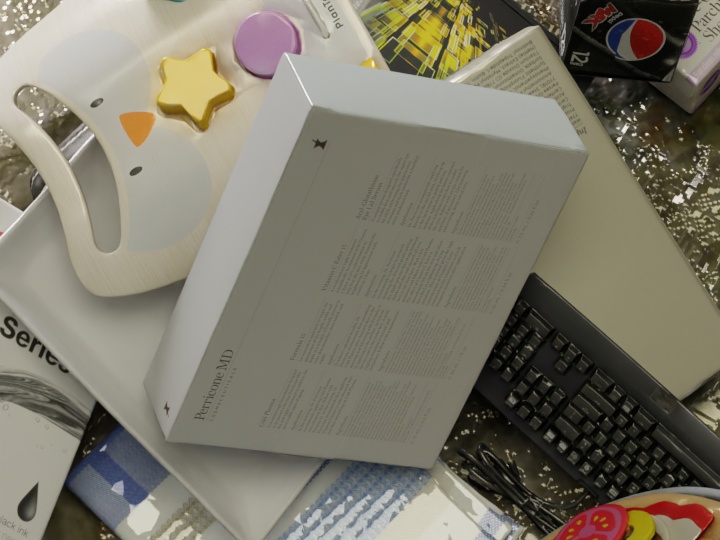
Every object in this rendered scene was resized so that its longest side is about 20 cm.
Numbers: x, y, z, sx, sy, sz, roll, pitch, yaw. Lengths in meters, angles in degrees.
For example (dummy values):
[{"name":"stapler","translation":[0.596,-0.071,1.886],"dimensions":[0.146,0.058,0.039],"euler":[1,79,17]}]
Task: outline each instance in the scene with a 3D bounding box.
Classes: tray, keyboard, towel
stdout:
[{"name":"tray","translation":[-0.095,0.035,1.443],"dimensions":[0.200,0.022,0.107],"euler":[47,63,-13]},{"name":"keyboard","translation":[0.120,0.103,1.446],"dimensions":[0.200,0.127,0.021],"euler":[42,38,9]},{"name":"towel","translation":[-0.035,0.124,1.478],"dimensions":[0.200,0.024,0.147],"euler":[41,76,16]}]

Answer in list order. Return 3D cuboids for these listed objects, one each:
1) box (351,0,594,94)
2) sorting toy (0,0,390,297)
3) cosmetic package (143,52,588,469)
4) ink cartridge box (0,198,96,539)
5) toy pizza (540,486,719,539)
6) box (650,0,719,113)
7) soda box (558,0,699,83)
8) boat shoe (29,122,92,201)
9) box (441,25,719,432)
[{"name":"box","translation":[0.008,-0.073,1.511],"dimensions":[0.161,0.049,0.200],"euler":[38,72,-11]},{"name":"sorting toy","translation":[-0.084,-0.081,1.413],"dimensions":[0.179,0.107,0.201],"euler":[-31,88,-5]},{"name":"cosmetic package","translation":[0.000,0.000,1.388],"dimensions":[0.150,0.201,0.052],"euler":[7,34,-30]},{"name":"ink cartridge box","translation":[-0.215,0.062,1.433],"dimensions":[0.146,0.084,0.201],"euler":[32,68,-31]},{"name":"toy pizza","translation":[0.111,0.172,1.353],"dimensions":[0.199,0.032,0.201],"euler":[-27,32,18]},{"name":"box","translation":[0.231,-0.172,1.583],"dimensions":[0.041,0.039,0.200],"euler":[40,74,15]},{"name":"soda box","translation":[0.142,-0.199,1.550],"dimensions":[0.063,0.071,0.201],"euler":[6,54,-5]},{"name":"boat shoe","translation":[-0.101,-0.094,1.541],"dimensions":[0.200,0.073,0.065],"euler":[-36,67,-22]},{"name":"box","translation":[0.105,-0.019,1.473],"dimensions":[0.082,0.068,0.201],"euler":[-32,94,-14]}]
